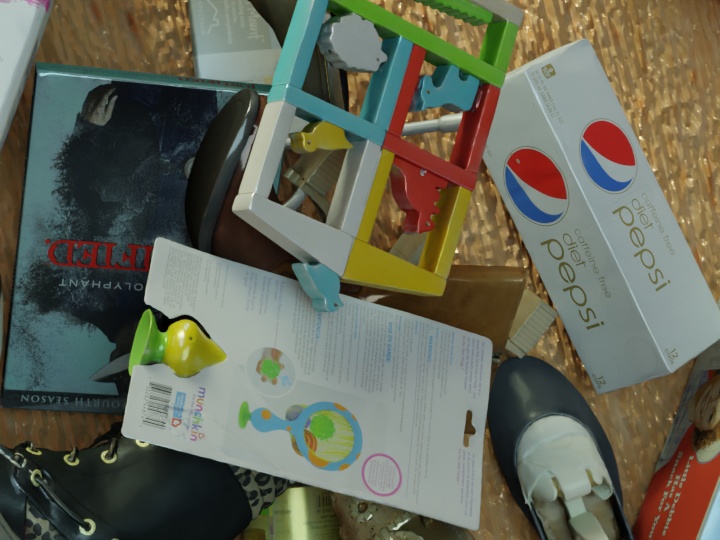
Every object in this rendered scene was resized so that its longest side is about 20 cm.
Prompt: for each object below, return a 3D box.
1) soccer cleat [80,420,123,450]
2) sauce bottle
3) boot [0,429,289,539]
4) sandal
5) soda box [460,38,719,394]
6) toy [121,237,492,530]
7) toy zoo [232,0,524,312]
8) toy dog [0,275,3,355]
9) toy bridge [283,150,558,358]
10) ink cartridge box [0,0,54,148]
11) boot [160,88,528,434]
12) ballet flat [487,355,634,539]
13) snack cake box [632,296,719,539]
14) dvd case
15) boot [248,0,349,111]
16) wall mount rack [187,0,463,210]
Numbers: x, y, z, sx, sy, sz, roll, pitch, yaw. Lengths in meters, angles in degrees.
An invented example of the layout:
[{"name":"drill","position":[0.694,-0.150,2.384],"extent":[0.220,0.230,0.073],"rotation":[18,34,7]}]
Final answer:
[{"name":"soccer cleat","position":[-0.152,0.164,1.171],"extent":[0.073,0.068,0.200],"rotation":[44,78,-28]},{"name":"sauce bottle","position":[-0.036,0.203,1.194],"extent":[0.064,0.065,0.201],"rotation":[-1,85,-15]},{"name":"boot","position":[-0.143,0.098,1.093],"extent":[0.154,0.073,0.204],"rotation":[-46,106,-26]},{"name":"sandal","position":[0.009,0.133,1.140],"extent":[0.078,0.212,0.070],"rotation":[-42,111,14]},{"name":"soda box","position":[0.140,-0.032,1.246],"extent":[0.064,0.068,0.201],"rotation":[-30,95,-38]},{"name":"toy","position":[-0.030,0.067,1.103],"extent":[0.199,0.047,0.116],"rotation":[19,59,-20]},{"name":"toy zoo","position":[0.008,-0.072,1.108],"extent":[0.131,0.020,0.201],"rotation":[23,77,-31]},{"name":"toy dog","position":[-0.292,0.025,1.117],"extent":[0.199,0.140,0.195],"rotation":[14,52,-13]},{"name":"toy bridge","position":[0.027,-0.004,1.213],"extent":[0.200,0.027,0.067],"rotation":[36,93,-30]},{"name":"ink cartridge box","position":[-0.208,-0.156,1.131],"extent":[0.084,0.145,0.201],"rotation":[20,82,-10]},{"name":"boot","position":[0.000,0.000,1.149],"extent":[0.199,0.069,0.189],"rotation":[7,107,-14]},{"name":"ballet flat","position":[0.132,0.145,1.240],"extent":[0.073,0.073,0.201],"rotation":[-20,91,-15]},{"name":"snack cake box","position":[0.241,0.090,1.249],"extent":[0.067,0.115,0.201],"rotation":[24,81,-12]},{"name":"dvd case","position":[-0.122,-0.013,1.168],"extent":[0.145,0.022,0.201],"rotation":[5,111,-15]},{"name":"boot","position":[-0.070,-0.164,1.146],"extent":[0.097,0.075,0.201],"rotation":[-16,84,1]},{"name":"wall mount rack","position":[-0.032,-0.132,1.212],"extent":[0.173,0.075,0.201],"rotation":[-6,89,-15]}]
